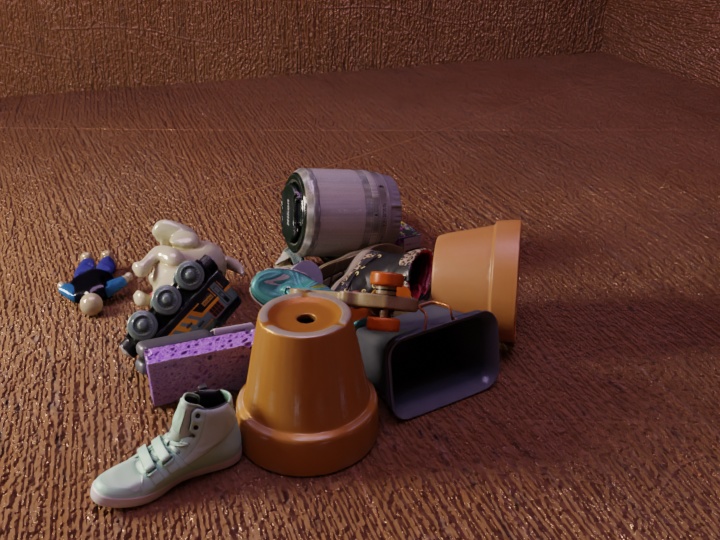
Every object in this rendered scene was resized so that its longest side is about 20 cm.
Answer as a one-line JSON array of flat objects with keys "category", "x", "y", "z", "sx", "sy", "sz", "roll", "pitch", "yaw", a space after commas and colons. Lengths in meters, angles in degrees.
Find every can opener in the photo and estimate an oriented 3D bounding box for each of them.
[{"category": "can opener", "x": -0.237, "y": 0.118, "z": 1.180, "sx": 0.198, "sy": 0.053, "sz": 0.066, "roll": -6, "pitch": 24, "yaw": -34}]

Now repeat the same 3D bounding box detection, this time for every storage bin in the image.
[{"category": "storage bin", "x": 0.090, "y": 0.114, "z": 1.186, "sx": 0.198, "sy": 0.148, "sz": 0.134, "roll": -15, "pitch": 20, "yaw": -29}]

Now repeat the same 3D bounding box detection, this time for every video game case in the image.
[{"category": "video game case", "x": 0.004, "y": -0.082, "z": 1.685, "sx": 0.179, "sy": 0.036, "sz": 0.200, "roll": -15, "pitch": 30, "yaw": -25}]

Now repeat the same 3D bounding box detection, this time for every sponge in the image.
[{"category": "sponge", "x": -0.210, "y": 0.139, "z": 1.145, "sx": 0.197, "sy": 0.112, "sz": 0.030, "roll": -10, "pitch": 51, "yaw": -18}]

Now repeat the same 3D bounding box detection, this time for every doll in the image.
[{"category": "doll", "x": -0.490, "y": 0.021, "z": 1.459, "sx": 0.134, "sy": 0.049, "sz": 0.200, "roll": -6, "pitch": 26, "yaw": -10}]

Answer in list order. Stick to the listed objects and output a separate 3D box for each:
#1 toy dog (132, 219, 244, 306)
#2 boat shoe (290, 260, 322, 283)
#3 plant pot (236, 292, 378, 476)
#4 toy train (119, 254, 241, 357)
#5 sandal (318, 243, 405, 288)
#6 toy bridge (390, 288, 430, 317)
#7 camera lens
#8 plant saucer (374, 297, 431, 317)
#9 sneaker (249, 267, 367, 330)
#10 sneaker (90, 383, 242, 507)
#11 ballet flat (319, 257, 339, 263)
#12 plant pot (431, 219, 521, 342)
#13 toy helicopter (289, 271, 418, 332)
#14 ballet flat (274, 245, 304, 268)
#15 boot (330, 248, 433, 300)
[{"category": "toy dog", "x": -0.306, "y": 0.029, "z": 1.378, "sx": 0.191, "sy": 0.141, "sz": 0.201, "roll": 15, "pitch": 24, "yaw": -13}, {"category": "boat shoe", "x": -0.125, "y": 0.066, "z": 1.313, "sx": 0.066, "sy": 0.070, "sz": 0.201, "roll": -29, "pitch": 30, "yaw": 42}, {"category": "plant pot", "x": -0.073, "y": 0.139, "z": 1.061, "sx": 0.197, "sy": 0.186, "sz": 0.201, "roll": 0, "pitch": 26, "yaw": 0}, {"category": "toy train", "x": -0.279, "y": 0.072, "z": 1.227, "sx": 0.200, "sy": 0.114, "sz": 0.085, "roll": -49, "pitch": 7, "yaw": -18}, {"category": "sandal", "x": 0.000, "y": 0.000, "z": 1.428, "sx": 0.197, "sy": 0.082, "sz": 0.054, "roll": -14, "pitch": 7, "yaw": -19}, {"category": "toy bridge", "x": 0.092, "y": 0.033, "z": 1.396, "sx": 0.066, "sy": 0.028, "sz": 0.200, "roll": 10, "pitch": 28, "yaw": 21}, {"category": "camera lens", "x": -0.041, "y": -0.107, "z": 1.462, "sx": 0.197, "sy": 0.162, "sz": 0.160, "roll": -1, "pitch": 24, "yaw": -23}, {"category": "plant saucer", "x": 0.083, "y": 0.042, "z": 1.441, "sx": 0.197, "sy": 0.030, "sz": 0.201, "roll": -1, "pitch": 26, "yaw": 0}, {"category": "sneaker", "x": -0.077, "y": 0.044, "z": 1.225, "sx": 0.197, "sy": 0.079, "sz": 0.080, "roll": 18, "pitch": -9, "yaw": 2}, {"category": "sneaker", "x": -0.247, "y": 0.212, "z": 0.987, "sx": 0.198, "sy": 0.120, "sz": 0.074, "roll": -17, "pitch": 32, "yaw": -29}, {"category": "ballet flat", "x": -0.065, "y": -0.053, "z": 1.543, "sx": 0.199, "sy": 0.047, "sz": 0.068, "roll": 32, "pitch": 65, "yaw": 11}, {"category": "plant pot", "x": 0.193, "y": 0.014, "z": 1.305, "sx": 0.138, "sy": 0.203, "sz": 0.201, "roll": 4, "pitch": 26, "yaw": 11}, {"category": "toy helicopter", "x": -0.009, "y": 0.041, "z": 1.140, "sx": 0.197, "sy": 0.080, "sz": 0.132, "roll": 4, "pitch": -2, "yaw": 24}, {"category": "ballet flat", "x": -0.128, "y": 0.002, "z": 1.481, "sx": 0.073, "sy": 0.075, "sz": 0.200, "roll": -8, "pitch": 25, "yaw": -16}, {"category": "boot", "x": 0.029, "y": 0.038, "z": 1.302, "sx": 0.149, "sy": 0.074, "sz": 0.201, "roll": -6, "pitch": 39, "yaw": 41}]
